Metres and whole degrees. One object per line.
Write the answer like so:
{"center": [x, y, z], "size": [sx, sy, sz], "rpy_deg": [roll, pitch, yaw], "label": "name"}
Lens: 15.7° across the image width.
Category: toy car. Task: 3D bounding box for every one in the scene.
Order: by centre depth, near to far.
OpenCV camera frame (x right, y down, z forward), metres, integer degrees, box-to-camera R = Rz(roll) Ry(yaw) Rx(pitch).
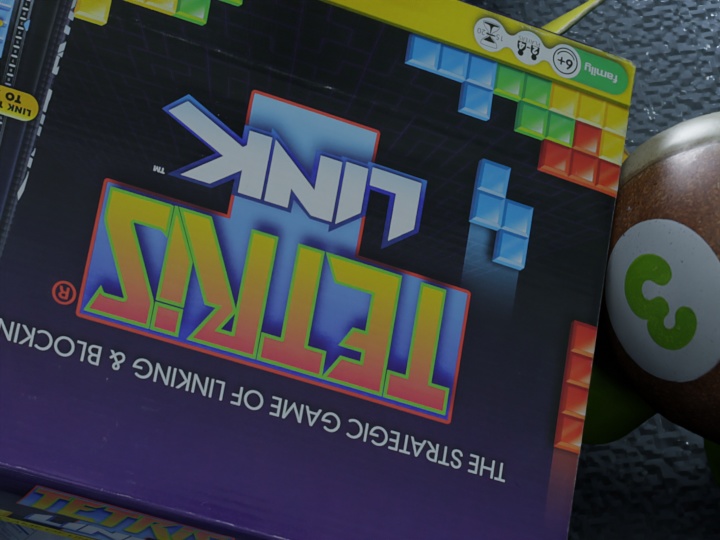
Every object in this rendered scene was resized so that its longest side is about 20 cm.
{"center": [0.133, 0.064, 0.716], "size": [0.157, 0.164, 0.201], "rpy_deg": [26, 47, -22], "label": "toy car"}

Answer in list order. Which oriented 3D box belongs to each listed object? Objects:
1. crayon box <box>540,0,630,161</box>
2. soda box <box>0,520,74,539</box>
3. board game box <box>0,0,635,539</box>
{"center": [0.000, 0.000, 0.821], "size": [0.200, 0.127, 0.051], "rpy_deg": [-43, 100, -27], "label": "crayon box"}
{"center": [-0.041, 0.143, 0.746], "size": [0.064, 0.068, 0.200], "rpy_deg": [-37, 60, -25], "label": "soda box"}
{"center": [-0.033, -0.005, 0.705], "size": [0.199, 0.057, 0.166], "rpy_deg": [16, 68, -19], "label": "board game box"}
